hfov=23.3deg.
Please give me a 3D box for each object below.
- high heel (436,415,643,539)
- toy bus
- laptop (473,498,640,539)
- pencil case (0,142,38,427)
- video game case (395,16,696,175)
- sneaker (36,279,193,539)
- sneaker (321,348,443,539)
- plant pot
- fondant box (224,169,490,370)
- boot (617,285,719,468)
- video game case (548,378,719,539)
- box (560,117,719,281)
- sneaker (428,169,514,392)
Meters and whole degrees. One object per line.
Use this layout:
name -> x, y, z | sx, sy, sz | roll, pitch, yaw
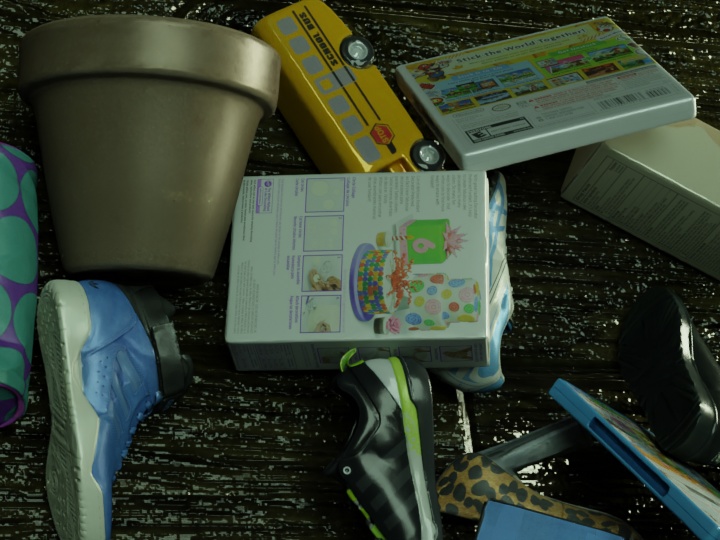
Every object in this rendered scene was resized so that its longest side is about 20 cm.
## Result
high heel -> 0.142, 0.222, 1.324 | 0.141, 0.071, 0.201 | -20, 74, -16
toy bus -> -0.009, -0.125, 1.433 | 0.078, 0.065, 0.201 | -27, 76, -27
laptop -> 0.172, 0.283, 1.229 | 0.116, 0.199, 0.189 | 20, 84, -53
pencil case -> -0.281, 0.009, 1.265 | 0.092, 0.085, 0.202 | 9, 62, -23
video game case -> 0.148, -0.147, 1.441 | 0.198, 0.023, 0.182 | -15, 32, -10
sneaker -> -0.168, 0.106, 1.261 | 0.110, 0.077, 0.202 | 0, 74, -30
sneaker -> 0.012, 0.159, 1.289 | 0.082, 0.072, 0.202 | -3, 82, -10
plant pot -> -0.159, -0.081, 1.307 | 0.198, 0.200, 0.177 | 4, 81, -17
fondant box -> 0.000, 0.000, 1.340 | 0.198, 0.058, 0.146 | -2, 62, 6
boot -> 0.299, 0.114, 1.412 | 0.162, 0.073, 0.199 | 29, 27, -24
video game case -> 0.238, 0.161, 1.301 | 0.143, 0.018, 0.200 | 30, 10, -40
box -> 0.282, -0.067, 1.489 | 0.199, 0.095, 0.078 | 28, 58, -5
sneaker -> 0.093, 0.008, 1.410 | 0.072, 0.072, 0.202 | 31, 53, -32
